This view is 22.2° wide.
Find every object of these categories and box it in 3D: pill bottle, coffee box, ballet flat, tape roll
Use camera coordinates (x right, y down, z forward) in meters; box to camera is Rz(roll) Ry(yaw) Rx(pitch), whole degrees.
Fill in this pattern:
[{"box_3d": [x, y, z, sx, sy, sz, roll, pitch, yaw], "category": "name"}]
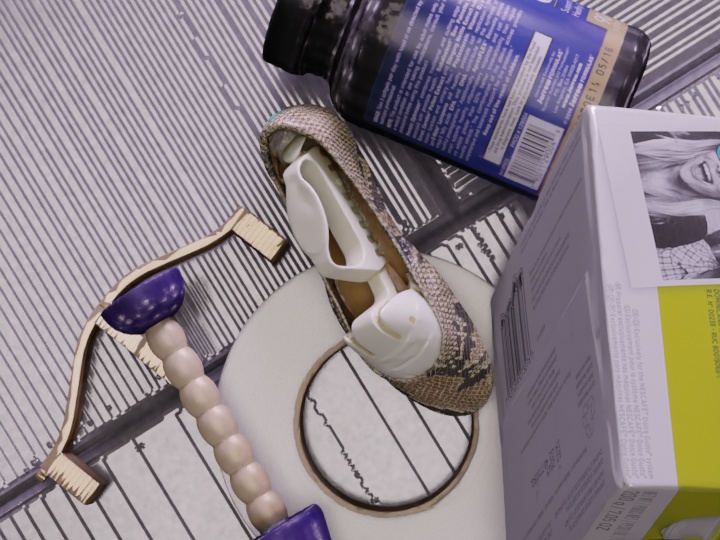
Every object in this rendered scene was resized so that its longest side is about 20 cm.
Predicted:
[{"box_3d": [0.052, -0.119, 1.032, 0.199, 0.112, 0.112, 23, 88, 2], "category": "pill bottle"}, {"box_3d": [0.187, 0.061, 0.929, 0.197, 0.200, 0.201, 4, 60, -10], "category": "coffee box"}, {"box_3d": [0.000, 0.000, 1.009, 0.068, 0.075, 0.201, -32, 87, 23], "category": "ballet flat"}, {"box_3d": [0.016, 0.088, 1.062, 0.202, 0.037, 0.204, 0, 87, 1], "category": "tape roll"}]

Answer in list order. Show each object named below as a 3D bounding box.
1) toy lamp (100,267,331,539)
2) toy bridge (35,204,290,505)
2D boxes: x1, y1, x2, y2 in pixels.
[{"box_3d": [-0.074, 0.098, 1.019, 0.058, 0.058, 0.201, -31, 84, 0], "category": "toy lamp"}, {"box_3d": [-0.127, 0.043, 1.073, 0.067, 0.027, 0.200, 38, 89, 5], "category": "toy bridge"}]
